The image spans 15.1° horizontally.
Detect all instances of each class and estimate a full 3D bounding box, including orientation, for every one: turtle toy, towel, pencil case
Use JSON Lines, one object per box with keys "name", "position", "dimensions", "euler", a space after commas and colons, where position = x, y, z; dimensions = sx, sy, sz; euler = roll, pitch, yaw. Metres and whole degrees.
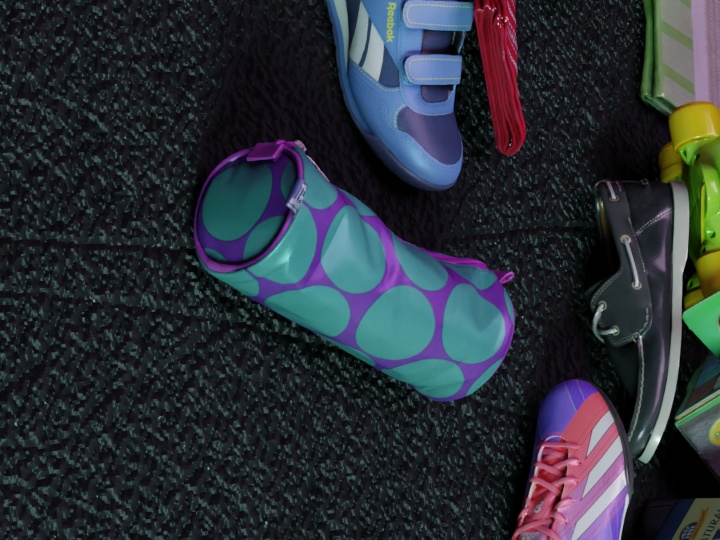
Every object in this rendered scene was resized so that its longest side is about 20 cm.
{"name": "turtle toy", "position": [0.271, -0.047, 1.873], "dimensions": [0.200, 0.101, 0.146], "euler": [92, -10, -73]}
{"name": "towel", "position": [0.093, -0.193, 1.784], "dimensions": [0.145, 0.022, 0.201], "euler": [77, 12, -52]}
{"name": "pencil case", "position": [0.000, 0.000, 1.587], "dimensions": [0.200, 0.085, 0.093], "euler": [32, 78, -38]}
{"name": "towel", "position": [0.277, -0.142, 2.050], "dimensions": [0.200, 0.031, 0.150], "euler": [30, 48, -35]}

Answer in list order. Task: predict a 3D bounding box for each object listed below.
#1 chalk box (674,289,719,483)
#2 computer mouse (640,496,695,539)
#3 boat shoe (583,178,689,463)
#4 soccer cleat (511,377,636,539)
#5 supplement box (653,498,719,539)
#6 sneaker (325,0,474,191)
{"name": "chalk box", "position": [0.299, 0.088, 1.825], "dimensions": [0.200, 0.124, 0.124], "euler": [53, 31, -8]}
{"name": "computer mouse", "position": [0.264, 0.170, 1.852], "dimensions": [0.200, 0.046, 0.141], "euler": [26, 54, -41]}
{"name": "boat shoe", "position": [0.181, 0.032, 1.823], "dimensions": [0.067, 0.072, 0.201], "euler": [7, 68, -7]}
{"name": "soccer cleat", "position": [0.125, 0.155, 1.679], "dimensions": [0.073, 0.068, 0.201], "euler": [21, 59, -38]}
{"name": "supplement box", "position": [0.289, 0.253, 1.693], "dimensions": [0.200, 0.200, 0.134], "euler": [46, 60, -24]}
{"name": "sneaker", "position": [0.031, -0.149, 1.706], "dimensions": [0.074, 0.082, 0.201], "euler": [-7, 79, -53]}
